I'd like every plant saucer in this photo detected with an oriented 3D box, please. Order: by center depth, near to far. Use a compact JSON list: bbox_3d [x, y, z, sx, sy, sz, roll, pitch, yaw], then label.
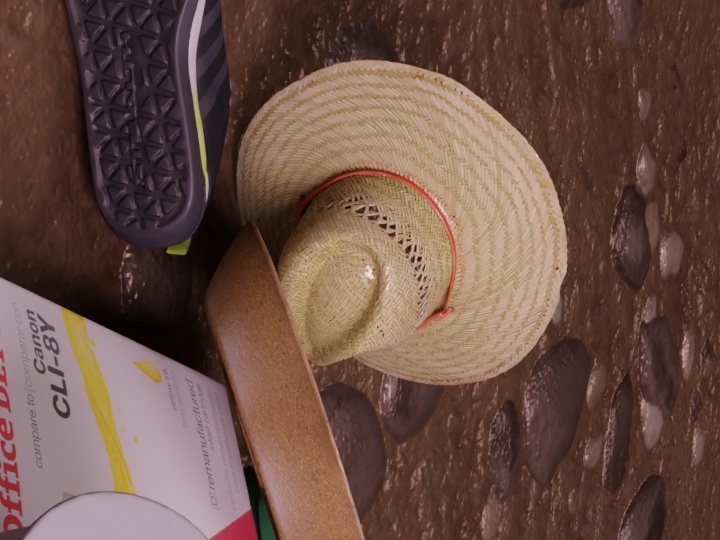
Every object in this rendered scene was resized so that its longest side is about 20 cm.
[{"bbox_3d":[-0.037,0.077,0.869,0.035,0.201,0.202,-17,118,-6],"label":"plant saucer"}]

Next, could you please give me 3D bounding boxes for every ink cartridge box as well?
[{"bbox_3d":[-0.132,0.099,0.797,0.200,0.083,0.146,32,38,-52],"label":"ink cartridge box"}]

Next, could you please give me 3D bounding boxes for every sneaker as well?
[{"bbox_3d":[-0.099,-0.108,0.895,0.083,0.071,0.203,-30,124,-77],"label":"sneaker"}]

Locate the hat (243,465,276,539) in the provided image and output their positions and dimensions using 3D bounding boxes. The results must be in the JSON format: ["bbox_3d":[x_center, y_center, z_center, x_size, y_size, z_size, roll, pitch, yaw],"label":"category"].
[{"bbox_3d":[-0.117,0.206,0.945,0.200,0.174,0.168,-93,168,-80],"label":"hat"}]

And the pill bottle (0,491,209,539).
[{"bbox_3d":[-0.118,0.159,0.647,0.110,0.200,0.112,18,49,-22],"label":"pill bottle"}]

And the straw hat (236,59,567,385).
[{"bbox_3d":[0.000,0.000,0.917,0.085,0.199,0.203,-51,134,-45],"label":"straw hat"}]
